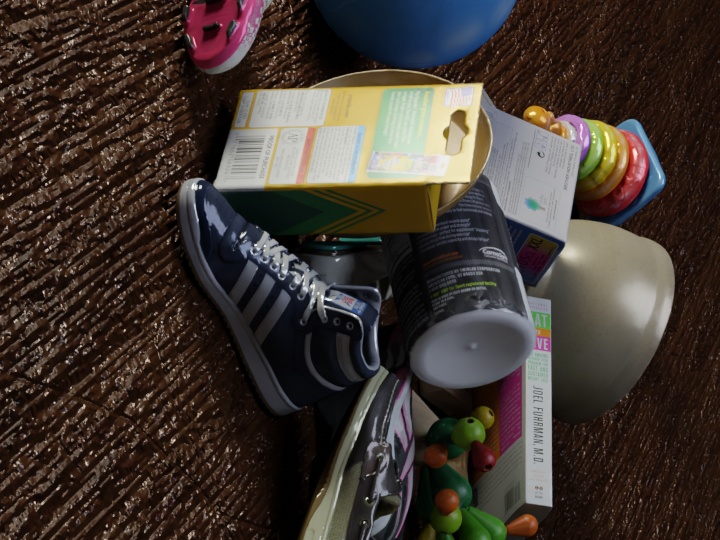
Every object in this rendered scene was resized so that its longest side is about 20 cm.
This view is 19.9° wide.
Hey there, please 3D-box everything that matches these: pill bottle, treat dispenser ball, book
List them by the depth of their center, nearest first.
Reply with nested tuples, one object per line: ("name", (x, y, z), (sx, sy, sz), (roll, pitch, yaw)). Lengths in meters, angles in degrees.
("pill bottle", (0.072, -0.013, 1.668), (0.106, 0.106, 0.201), (44, 26, -48))
("book", (0.136, 0.141, 1.838), (0.134, 0.048, 0.201), (121, -24, -58))
("treat dispenser ball", (0.049, -0.284, 1.852), (0.201, 0.200, 0.202), (46, 35, -46))

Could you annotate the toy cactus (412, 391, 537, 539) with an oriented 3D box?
("toy cactus", (0.075, 0.164, 1.716), (0.200, 0.102, 0.165), (82, -18, -54))

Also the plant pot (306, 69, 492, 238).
("plant pot", (0.009, -0.090, 1.655), (0.201, 0.199, 0.028), (-81, 165, -46))

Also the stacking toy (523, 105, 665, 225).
("stacking toy", (0.246, -0.137, 2.339), (0.200, 0.110, 0.116), (27, 34, -45))

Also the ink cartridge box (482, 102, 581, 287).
("ink cartridge box", (0.092, -0.087, 1.857), (0.199, 0.076, 0.137), (24, 45, -9))

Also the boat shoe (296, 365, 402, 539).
("boat shoe", (-0.001, 0.167, 1.544), (0.073, 0.064, 0.201), (115, -3, -62))

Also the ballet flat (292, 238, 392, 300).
("ballet flat", (0.000, 0.000, 1.739), (0.200, 0.069, 0.070), (-15, 88, -63))

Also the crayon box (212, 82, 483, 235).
("crayon box", (-0.005, -0.086, 1.596), (0.126, 0.199, 0.052), (-79, 164, -47))

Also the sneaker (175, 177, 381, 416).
("sneaker", (-0.054, 0.008, 1.538), (0.201, 0.108, 0.070), (64, 24, -19))

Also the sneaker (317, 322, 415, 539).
("sneaker", (0.010, 0.139, 1.658), (0.086, 0.080, 0.201), (61, 33, -49))

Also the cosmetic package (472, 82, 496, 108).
("cosmetic package", (0.100, -0.073, 1.985), (0.104, 0.073, 0.201), (52, 32, -39))

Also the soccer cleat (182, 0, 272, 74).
("soccer cleat", (-0.095, -0.226, 1.657), (0.086, 0.070, 0.201), (47, 34, -45))

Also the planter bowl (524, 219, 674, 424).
("planter bowl", (0.191, 0.032, 2.003), (0.134, 0.200, 0.201), (28, 43, -21))

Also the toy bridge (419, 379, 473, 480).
("toy bridge", (0.080, 0.114, 1.868), (0.067, 0.027, 0.201), (39, 40, -54))
